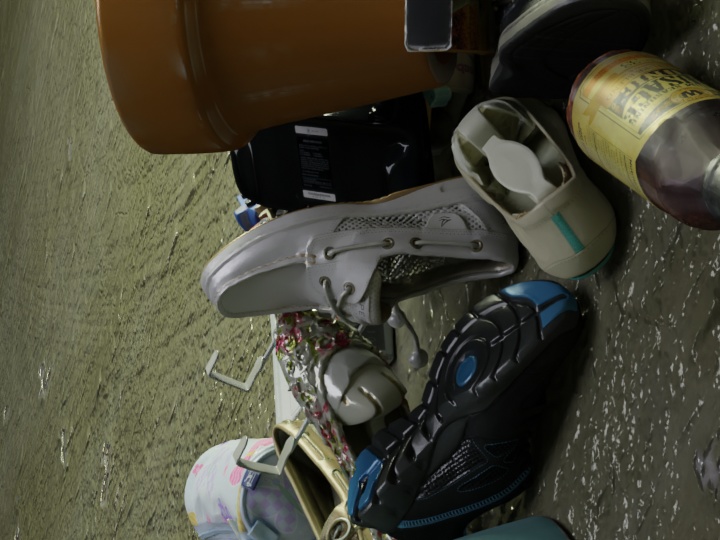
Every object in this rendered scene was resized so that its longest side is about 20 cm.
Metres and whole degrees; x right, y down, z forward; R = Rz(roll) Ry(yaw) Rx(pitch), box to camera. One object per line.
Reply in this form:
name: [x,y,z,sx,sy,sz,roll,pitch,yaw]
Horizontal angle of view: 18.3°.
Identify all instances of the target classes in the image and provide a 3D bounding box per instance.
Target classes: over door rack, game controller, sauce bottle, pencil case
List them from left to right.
pencil case: [-0.078,0.177,1.745,0.091,0.083,0.200,-67,14,-9]
game controller: [-0.023,-0.084,1.463,0.200,0.042,0.105,11,121,50]
over door rack: [-0.012,0.038,1.511,0.200,0.067,0.148,-49,23,9]
sauce bottle: [0.160,-0.057,1.073,0.200,0.066,0.066,-135,52,-65]

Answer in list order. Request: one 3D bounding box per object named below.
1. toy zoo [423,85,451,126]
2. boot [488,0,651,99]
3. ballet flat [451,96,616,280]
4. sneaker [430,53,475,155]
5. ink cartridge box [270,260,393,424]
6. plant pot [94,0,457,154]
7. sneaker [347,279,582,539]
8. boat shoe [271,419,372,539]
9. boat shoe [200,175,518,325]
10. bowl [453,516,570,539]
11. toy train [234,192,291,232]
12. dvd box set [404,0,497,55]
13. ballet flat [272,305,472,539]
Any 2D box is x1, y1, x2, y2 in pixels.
toy zoo: [-0.012,-0.116,1.481,0.200,0.020,0.132,8,104,51]
boot: [0.111,-0.184,1.224,0.204,0.073,0.155,132,141,-80]
ballet flat: [0.089,-0.064,1.286,0.200,0.069,0.070,-125,43,-59]
sneaker: [0.014,-0.107,1.509,0.200,0.075,0.100,-47,48,51]
ink cartridge box: [-0.026,0.008,1.691,0.174,0.043,0.201,125,145,-60]
plant pot: [-0.039,-0.170,1.333,0.200,0.182,0.201,0,-90,-76]
sneaker: [0.075,0.086,1.311,0.200,0.082,0.073,-51,24,31]
boat shoe: [-0.016,0.174,1.578,0.201,0.063,0.073,-107,27,-51]
boat shoe: [0.000,0.000,1.372,0.071,0.199,0.070,62,-166,-59]
bowl: [0.052,0.239,1.274,0.201,0.104,0.202,-176,90,-73]
toy train: [-0.054,-0.022,1.537,0.046,0.034,0.200,-40,24,5]
dvd box set: [0.062,-0.197,1.292,0.200,0.029,0.147,-16,-72,-75]
ballet flat: [0.016,0.104,1.399,0.201,0.075,0.064,60,148,-2]
